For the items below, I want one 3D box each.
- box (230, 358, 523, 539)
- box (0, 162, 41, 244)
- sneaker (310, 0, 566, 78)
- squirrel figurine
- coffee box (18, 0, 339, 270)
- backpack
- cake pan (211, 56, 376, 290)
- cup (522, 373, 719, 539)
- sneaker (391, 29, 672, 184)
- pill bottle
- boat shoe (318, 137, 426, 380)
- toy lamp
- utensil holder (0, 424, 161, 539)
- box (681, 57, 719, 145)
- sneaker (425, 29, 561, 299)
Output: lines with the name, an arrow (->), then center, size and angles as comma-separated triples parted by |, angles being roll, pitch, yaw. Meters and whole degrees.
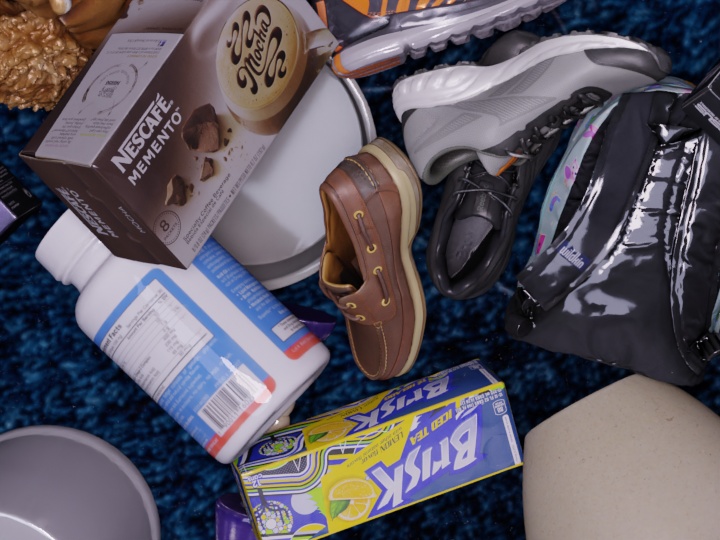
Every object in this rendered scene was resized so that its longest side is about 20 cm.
box -> 0.011, 0.133, 1.594 | 0.200, 0.064, 0.070 | -19, 108, -9
box -> -0.357, -0.026, 1.624 | 0.200, 0.079, 0.141 | -44, 92, 12
sneaker -> 0.059, -0.215, 1.548 | 0.200, 0.078, 0.112 | -18, 86, -4
squirrel figurine -> -0.214, -0.189, 1.510 | 0.141, 0.187, 0.200 | 28, 103, 3
coffee box -> -0.118, -0.114, 1.475 | 0.200, 0.080, 0.113 | -57, 131, -21
backpack -> 0.192, -0.036, 1.544 | 0.167, 0.127, 0.200 | 13, 100, -10
cake pan -> -0.085, -0.085, 1.605 | 0.200, 0.037, 0.201 | 1, 101, 5
cup -> 0.192, 0.156, 1.561 | 0.200, 0.200, 0.143 | -30, 80, 10
sneaker -> 0.117, -0.109, 1.489 | 0.200, 0.074, 0.079 | -15, 74, 28
pill bottle -> -0.127, 0.030, 1.552 | 0.200, 0.112, 0.112 | 44, 102, 5
boat shoe -> 0.000, 0.000, 1.563 | 0.067, 0.072, 0.200 | -26, 136, -26
toy lamp -> -0.067, 0.125, 1.637 | 0.058, 0.058, 0.200 | 15, 99, 2
utensil holder -> -0.244, 0.216, 1.596 | 0.170, 0.200, 0.170 | 1, 100, 5
box -> 0.335, -0.129, 1.501 | 0.160, 0.044, 0.200 | 42, 67, -4
sneaker -> 0.096, -0.069, 1.565 | 0.076, 0.091, 0.200 | 14, 101, 5
